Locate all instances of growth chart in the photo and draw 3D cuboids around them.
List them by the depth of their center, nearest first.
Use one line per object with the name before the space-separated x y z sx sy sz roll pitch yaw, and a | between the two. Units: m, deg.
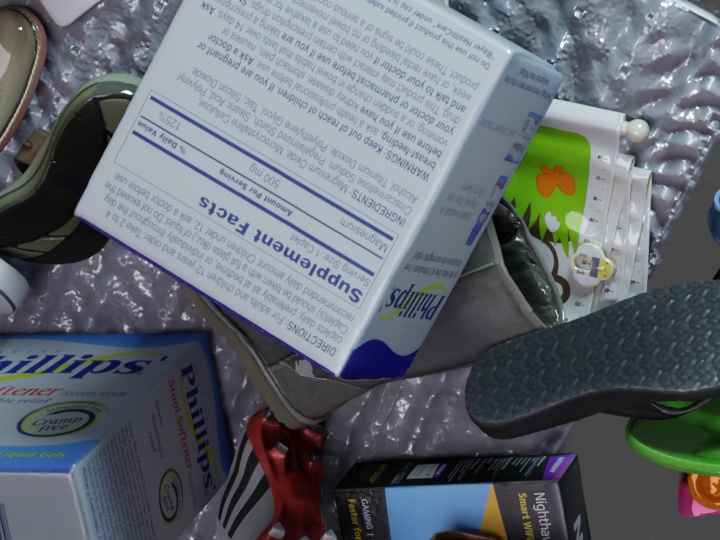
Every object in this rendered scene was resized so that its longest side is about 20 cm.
growth chart | 0.110 -0.012 1.567 0.144 0.018 0.201 4 111 21

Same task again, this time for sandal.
sandal | 0.154 0.054 1.493 0.200 0.075 0.048 -13 142 32
sandal | -0.176 -0.065 1.635 0.080 0.057 0.201 19 139 -27

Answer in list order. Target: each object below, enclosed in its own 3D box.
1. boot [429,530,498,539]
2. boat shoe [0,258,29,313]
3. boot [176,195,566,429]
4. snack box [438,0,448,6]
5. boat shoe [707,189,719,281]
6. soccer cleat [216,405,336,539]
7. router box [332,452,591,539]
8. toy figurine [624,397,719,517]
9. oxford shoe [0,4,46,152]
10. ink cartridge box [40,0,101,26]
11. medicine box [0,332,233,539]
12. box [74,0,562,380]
boot | 0.118 0.244 1.579 0.199 0.074 0.155 11 109 12
boat shoe | -0.309 0.005 1.698 0.200 0.066 0.072 16 156 17
boot | 0.000 -0.002 1.572 0.200 0.073 0.182 -24 109 40
snack box | -0.010 -0.099 1.527 0.116 0.037 0.201 1 88 21
boat shoe | 0.222 -0.019 1.482 0.069 0.084 0.200 26 116 14
soccer cleat | -0.055 0.170 1.615 0.068 0.200 0.085 18 130 -19
router box | 0.075 0.215 1.650 0.149 0.051 0.201 -5 108 22
toy figurine | 0.253 0.173 1.503 0.199 0.150 0.185 -2 105 8
oxford shoe | -0.271 -0.085 1.629 0.070 0.075 0.200 42 96 17
ink cartridge box | -0.212 -0.244 1.573 0.116 0.067 0.200 -34 96 28
medicine box | -0.203 0.122 1.641 0.182 0.200 0.103 -1 112 22
box | -0.022 -0.069 1.454 0.184 0.105 0.200 31 97 19
